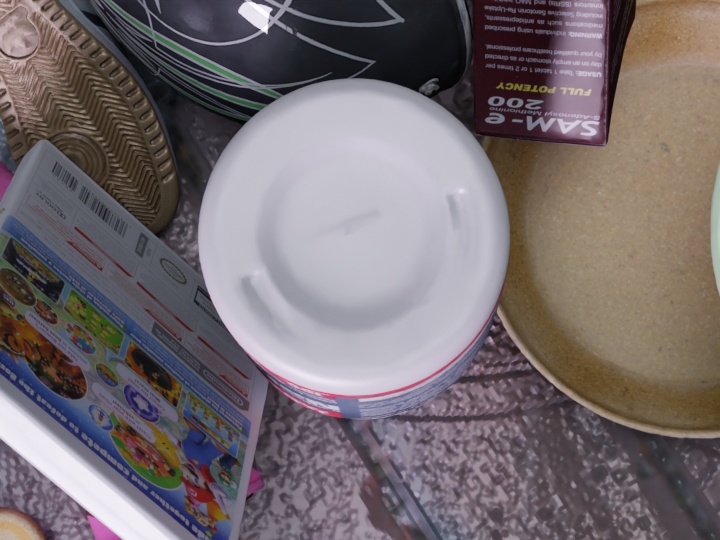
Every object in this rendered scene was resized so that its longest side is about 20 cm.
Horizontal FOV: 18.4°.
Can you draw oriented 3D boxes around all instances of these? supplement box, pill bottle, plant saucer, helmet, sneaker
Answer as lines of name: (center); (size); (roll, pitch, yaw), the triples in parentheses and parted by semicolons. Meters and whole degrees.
supplement box: (0.081, -0.164, 0.904); (0.060, 0.109, 0.201); (5, 126, 11)
pill bottle: (0.000, 0.000, 0.922); (0.118, 0.200, 0.121); (0, 81, 2)
plant saucer: (0.149, -0.024, 1.005); (0.198, 0.035, 0.202); (0, 82, 1)
helmet: (-0.032, -0.157, 0.954); (0.198, 0.200, 0.192); (20, 68, 4)
sneaker: (-0.143, -0.113, 1.012); (0.070, 0.109, 0.201); (-28, 114, 14)

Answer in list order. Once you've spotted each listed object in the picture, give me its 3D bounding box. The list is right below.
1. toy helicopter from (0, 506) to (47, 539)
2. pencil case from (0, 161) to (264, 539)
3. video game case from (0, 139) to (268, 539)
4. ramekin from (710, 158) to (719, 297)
toy helicopter: (-0.222, 0.081, 0.993); (0.199, 0.079, 0.133); (32, 74, -5)
pencil case: (-0.134, 0.046, 0.979); (0.200, 0.091, 0.094); (51, 129, 8)
video game case: (-0.099, 0.034, 0.909); (0.143, 0.200, 0.018); (42, 110, -15)
ramekin: (0.251, -0.018, 0.904); (0.198, 0.097, 0.202); (0, 91, 27)
